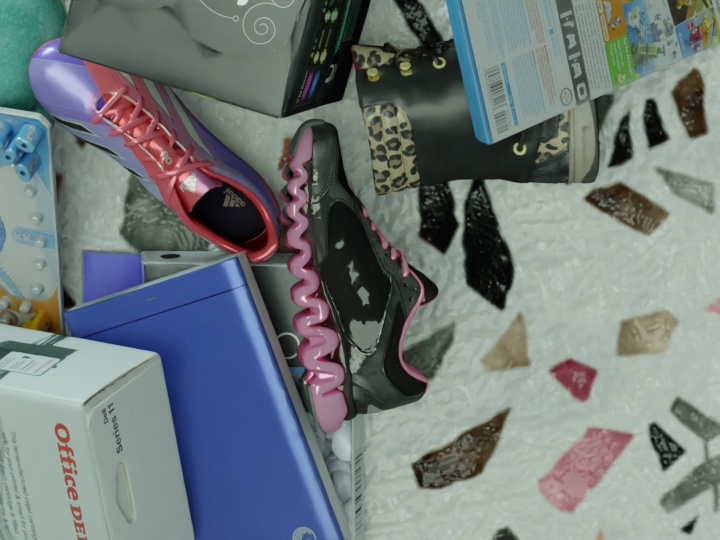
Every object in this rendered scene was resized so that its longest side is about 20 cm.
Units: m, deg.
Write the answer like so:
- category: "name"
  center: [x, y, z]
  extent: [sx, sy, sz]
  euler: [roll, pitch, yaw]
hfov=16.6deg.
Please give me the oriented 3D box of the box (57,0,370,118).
- category: "box"
  center: [-0.080, -0.176, 1.530]
  extent: [0.148, 0.200, 0.125]
  euler: [17, 100, 8]

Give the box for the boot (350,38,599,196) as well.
- category: "boot"
  center: [0.069, -0.144, 1.565]
  extent: [0.150, 0.073, 0.200]
  euler: [-9, 103, 2]

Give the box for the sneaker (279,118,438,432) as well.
- category: "sneaker"
  center: [0.000, 0.000, 1.572]
  extent: [0.095, 0.079, 0.200]
  euler: [-8, 99, -3]

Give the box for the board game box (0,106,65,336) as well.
- category: "board game box"
  center: [-0.298, -0.030, 1.629]
  extent: [0.200, 0.026, 0.200]
  euler: [9, 130, 9]

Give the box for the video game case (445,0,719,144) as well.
- category: "video game case"
  center: [0.144, -0.178, 1.505]
  extent: [0.200, 0.018, 0.143]
  euler: [-24, 117, -20]

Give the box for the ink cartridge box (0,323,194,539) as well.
- category: "ink cartridge box"
  center: [-0.216, 0.118, 1.599]
  extent: [0.200, 0.083, 0.147]
  euler: [9, 119, 34]

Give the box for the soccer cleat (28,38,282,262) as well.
- category: "soccer cleat"
  center: [-0.127, -0.077, 1.584]
  extent: [0.200, 0.076, 0.067]
  euler: [41, 96, -22]

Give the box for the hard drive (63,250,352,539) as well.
- category: "hard drive"
  center: [-0.100, 0.101, 1.605]
  extent: [0.132, 0.025, 0.200]
  euler: [-17, 98, 22]

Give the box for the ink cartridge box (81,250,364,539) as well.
- category: "ink cartridge box"
  center: [-0.097, 0.087, 1.649]
  extent: [0.200, 0.043, 0.199]
  euler: [1, 98, 12]

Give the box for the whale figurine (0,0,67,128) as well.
- category: "whale figurine"
  center: [-0.274, -0.121, 1.617]
  extent: [0.159, 0.104, 0.200]
  euler: [28, 113, -19]
